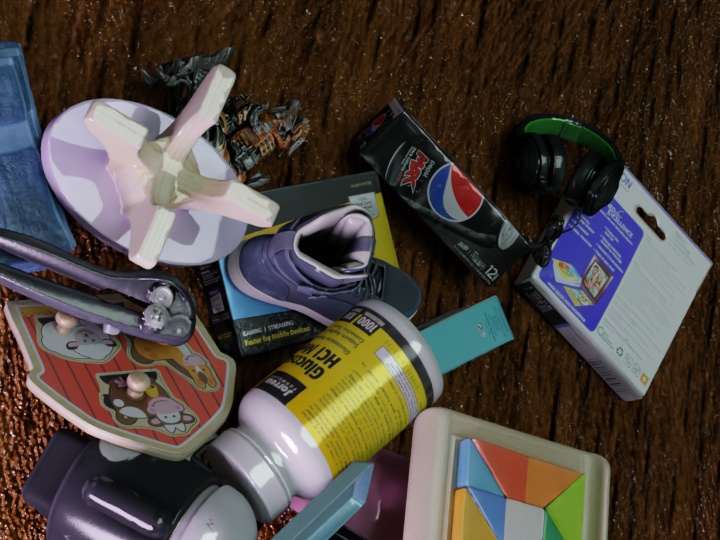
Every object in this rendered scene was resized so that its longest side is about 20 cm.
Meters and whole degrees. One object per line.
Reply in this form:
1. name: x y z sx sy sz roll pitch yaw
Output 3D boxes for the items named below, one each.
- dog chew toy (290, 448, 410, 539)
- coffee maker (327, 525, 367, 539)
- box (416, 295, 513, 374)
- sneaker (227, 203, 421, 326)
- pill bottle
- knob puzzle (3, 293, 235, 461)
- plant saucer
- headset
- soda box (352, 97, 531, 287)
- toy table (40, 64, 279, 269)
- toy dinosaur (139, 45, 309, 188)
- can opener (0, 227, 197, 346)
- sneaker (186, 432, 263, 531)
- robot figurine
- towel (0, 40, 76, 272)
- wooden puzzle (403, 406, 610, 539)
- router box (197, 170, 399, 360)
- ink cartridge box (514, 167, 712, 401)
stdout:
1. dog chew toy: -0.025 0.187 1.569 0.200 0.124 0.124 51 57 -5
2. coffee maker: -0.017 0.328 1.496 0.192 0.134 0.202 -46 139 -46
3. box: 0.051 0.086 1.660 0.199 0.082 0.050 -24 91 -36
4. sneaker: -0.001 0.001 1.539 0.201 0.146 0.078 13 69 -31
5. pill bottle: -0.033 0.124 1.469 0.200 0.112 0.113 -39 102 -23
6. knob puzzle: -0.191 0.082 1.450 0.218 0.031 0.220 17 34 -11
7. plant saucer: -0.062 0.233 1.401 0.019 0.070 0.200 36 56 19
8. headset: 0.212 -0.091 1.794 0.122 0.095 0.201 18 36 -1
9. soda box: 0.082 -0.078 1.714 0.063 0.071 0.200 -43 109 7
10. toy table: -0.167 -0.083 1.456 0.198 0.117 0.186 17 77 -26
11. toy dinosaur: -0.141 -0.132 1.568 0.199 0.102 0.137 -25 105 -47
12. can opener: -0.231 0.017 1.438 0.198 0.078 0.064 16 79 -21
13. sneaker: -0.150 0.157 1.505 0.071 0.080 0.201 -43 105 -31
14. robot figurine: -0.183 0.211 1.414 0.199 0.126 0.150 26 23 14
15. towel: -0.322 -0.094 1.460 0.111 0.048 0.202 -13 88 -35
16. wooden puzzle: 0.132 0.227 1.470 0.198 0.037 0.187 17 66 -24
17. router box: -0.059 -0.005 1.621 0.199 0.051 0.151 -13 87 -35
18. ink cartridge box: 0.281 0.004 1.865 0.198 0.043 0.201 45 60 -19
